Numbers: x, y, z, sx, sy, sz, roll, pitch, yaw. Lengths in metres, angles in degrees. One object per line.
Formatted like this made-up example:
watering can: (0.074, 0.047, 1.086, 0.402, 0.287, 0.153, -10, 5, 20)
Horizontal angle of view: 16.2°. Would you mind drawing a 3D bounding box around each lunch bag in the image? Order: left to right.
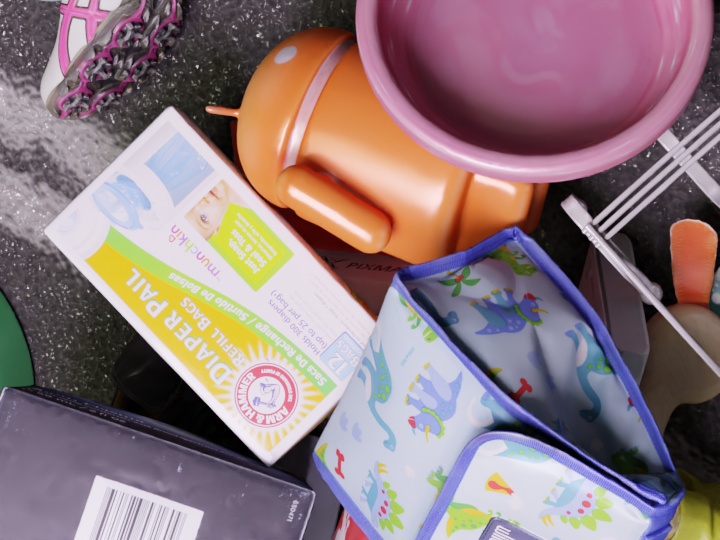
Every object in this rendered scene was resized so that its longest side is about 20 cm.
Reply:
lunch bag: (0.082, 0.110, 1.424, 0.200, 0.127, 0.170, 49, 139, 23)

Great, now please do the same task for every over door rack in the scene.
over door rack: (0.231, -0.009, 1.424, 0.148, 0.067, 0.200, -42, 86, 10)

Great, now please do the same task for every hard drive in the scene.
hard drive: (0.134, 0.095, 1.524, 0.026, 0.132, 0.201, 8, 121, -5)

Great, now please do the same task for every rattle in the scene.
rattle: (0.199, 0.070, 1.537, 0.130, 0.143, 0.201, -13, 90, 1)

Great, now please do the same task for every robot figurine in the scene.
robot figurine: (0.012, -0.073, 1.490, 0.199, 0.144, 0.117, 22, 164, 13)

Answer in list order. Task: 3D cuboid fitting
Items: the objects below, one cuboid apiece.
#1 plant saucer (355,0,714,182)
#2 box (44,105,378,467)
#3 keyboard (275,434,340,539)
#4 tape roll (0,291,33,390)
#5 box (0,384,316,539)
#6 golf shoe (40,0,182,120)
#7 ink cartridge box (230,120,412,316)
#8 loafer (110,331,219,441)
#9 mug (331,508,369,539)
plant saucer: (0.098, -0.136, 1.424, 0.200, 0.201, 0.051, 31, 162, 14)
box: (-0.082, 0.010, 1.544, 0.112, 0.101, 0.200, -44, 89, 1)
keyboard: (-0.053, 0.208, 1.678, 0.056, 0.011, 0.201, 14, 82, -10)
tape roll: (-0.331, 0.067, 1.829, 0.200, 0.048, 0.201, 12, 118, 25)
box: (-0.140, 0.154, 1.566, 0.199, 0.198, 0.124, 19, 86, -2)
golf shoe: (-0.153, -0.186, 1.600, 0.092, 0.072, 0.200, 47, 118, 25)
ink cartridge box: (0.000, 0.000, 1.611, 0.199, 0.044, 0.174, 7, 116, 27)
loafer: (-0.128, 0.068, 1.665, 0.073, 0.072, 0.201, 57, 148, 39)
mug: (0.016, 0.235, 1.551, 0.133, 0.178, 0.201, 22, 116, 9)
